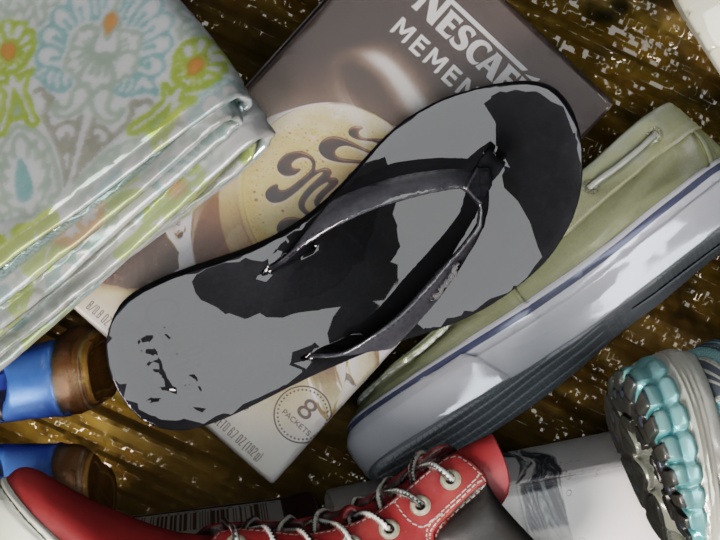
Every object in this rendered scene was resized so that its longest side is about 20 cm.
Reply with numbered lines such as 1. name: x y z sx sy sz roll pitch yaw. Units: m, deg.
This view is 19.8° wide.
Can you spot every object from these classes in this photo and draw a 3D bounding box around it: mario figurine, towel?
1. mario figurine: -0.194 0.065 0.824 0.199 0.124 0.106 -1 134 7
2. towel: -0.150 -0.068 0.793 0.171 0.048 0.200 -39 65 -2

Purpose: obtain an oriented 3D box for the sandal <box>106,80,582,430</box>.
1. sandal: 0.000 0.001 0.767 0.200 0.043 0.076 -32 98 0

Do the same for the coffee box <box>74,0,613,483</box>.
1. coffee box: -0.010 -0.031 0.826 0.113 0.080 0.200 41 92 -6

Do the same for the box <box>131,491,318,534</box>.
1. box: -0.053 0.199 0.849 0.100 0.075 0.201 -6 94 -4

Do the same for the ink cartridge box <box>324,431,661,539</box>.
1. ink cartridge box: 0.093 0.146 0.846 0.199 0.084 0.145 -11 95 -3

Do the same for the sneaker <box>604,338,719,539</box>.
1. sneaker: 0.168 0.115 0.771 0.086 0.078 0.201 -23 96 -7

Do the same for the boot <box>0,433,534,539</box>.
1. boot: -0.027 0.096 0.759 0.200 0.072 0.145 35 92 -14

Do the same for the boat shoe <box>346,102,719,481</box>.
1. boat shoe: 0.071 0.010 0.850 0.200 0.072 0.062 -36 72 -4

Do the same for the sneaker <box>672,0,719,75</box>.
1. sneaker: 0.218 -0.067 0.839 0.111 0.077 0.200 -30 90 9
